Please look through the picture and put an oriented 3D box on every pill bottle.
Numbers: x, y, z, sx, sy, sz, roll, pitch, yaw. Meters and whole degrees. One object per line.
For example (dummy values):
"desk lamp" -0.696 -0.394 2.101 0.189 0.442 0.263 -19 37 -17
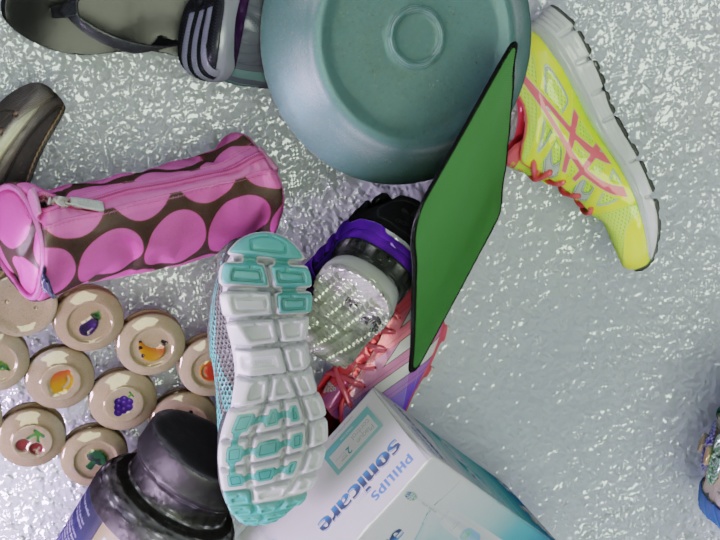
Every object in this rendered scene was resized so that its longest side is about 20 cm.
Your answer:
"pill bottle" -0.158 0.202 1.316 0.111 0.112 0.201 27 109 -15

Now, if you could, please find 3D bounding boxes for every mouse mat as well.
"mouse mat" 0.068 -0.039 1.251 0.007 0.201 0.162 21 59 15

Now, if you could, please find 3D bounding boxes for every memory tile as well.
"memory tile" -0.191 0.084 1.317 0.199 0.017 0.154 21 111 -24

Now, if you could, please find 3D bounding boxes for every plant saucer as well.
"plant saucer" 0.032 -0.157 1.247 0.198 0.036 0.202 -3 98 -20

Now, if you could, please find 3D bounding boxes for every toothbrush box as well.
"toothbrush box" 0.032 0.197 1.336 0.147 0.085 0.200 -48 138 4

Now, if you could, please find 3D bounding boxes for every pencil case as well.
"pencil case" -0.146 -0.040 1.251 0.199 0.091 0.094 -18 149 -34

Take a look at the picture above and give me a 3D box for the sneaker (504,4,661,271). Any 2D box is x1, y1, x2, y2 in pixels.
"sneaker" 0.148 -0.084 1.340 0.090 0.078 0.201 -27 97 -1

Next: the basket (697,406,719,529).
"basket" 0.322 0.176 1.387 0.138 0.176 0.202 -6 92 6

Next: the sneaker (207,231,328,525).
"sneaker" -0.068 0.069 1.251 0.077 0.091 0.202 -1 101 -17

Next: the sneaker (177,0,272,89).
"sneaker" -0.065 -0.220 1.267 0.087 0.074 0.202 14 85 -34

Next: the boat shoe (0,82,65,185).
"boat shoe" -0.254 -0.038 1.284 0.073 0.075 0.201 29 106 -25

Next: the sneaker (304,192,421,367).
"sneaker" 0.001 0.000 1.286 0.069 0.200 0.100 36 68 -9

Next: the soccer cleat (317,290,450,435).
"soccer cleat" 0.008 0.070 1.350 0.076 0.067 0.201 7 108 -34

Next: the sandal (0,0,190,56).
"sandal" -0.145 -0.178 1.276 0.198 0.043 0.077 7 102 -12
